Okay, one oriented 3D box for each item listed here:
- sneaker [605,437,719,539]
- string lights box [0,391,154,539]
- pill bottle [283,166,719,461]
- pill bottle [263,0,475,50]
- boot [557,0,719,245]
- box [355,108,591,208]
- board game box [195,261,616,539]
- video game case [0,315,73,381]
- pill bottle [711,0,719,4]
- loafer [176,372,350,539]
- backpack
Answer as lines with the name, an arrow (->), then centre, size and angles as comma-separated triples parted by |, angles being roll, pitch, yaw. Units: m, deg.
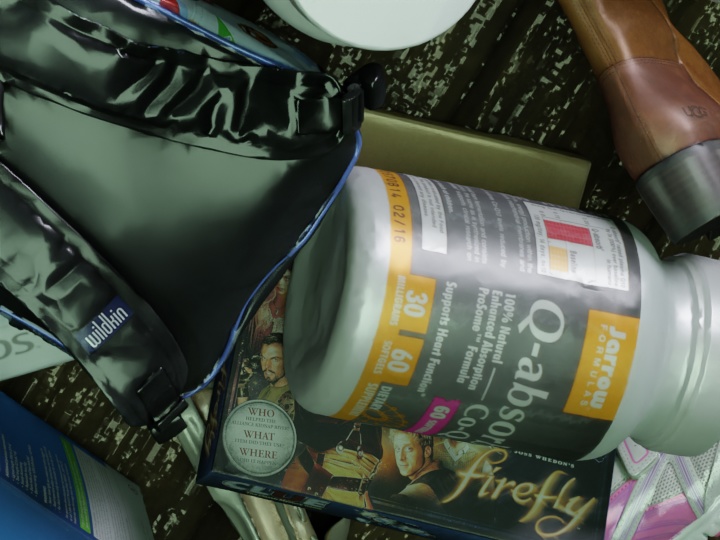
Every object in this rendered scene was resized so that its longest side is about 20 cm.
sneaker -> 0.129, 0.113, 1.420 | 0.088, 0.081, 0.200 | 35, 96, -19
string lights box -> -0.188, 0.096, 1.329 | 0.200, 0.103, 0.059 | 38, 103, -26
pill bottle -> 0.072, 0.025, 1.297 | 0.199, 0.116, 0.117 | 11, 104, -16
pill bottle -> -0.005, -0.165, 1.255 | 0.115, 0.200, 0.117 | -3, 106, -9
boot -> 0.137, -0.112, 1.351 | 0.068, 0.188, 0.201 | -32, 82, 28
box -> 0.000, 0.000, 1.396 | 0.199, 0.021, 0.164 | 12, 104, -14
board game box -> 0.029, 0.058, 1.356 | 0.199, 0.035, 0.136 | 14, 72, -15
video game case -> -0.221, -0.034, 1.347 | 0.181, 0.022, 0.201 | -16, 108, -6
pill bottle -> 0.233, -0.216, 1.330 | 0.111, 0.112, 0.201 | 12, 102, -13
loafer -> -0.033, 0.122, 1.394 | 0.063, 0.072, 0.201 | -29, 115, -2
backpack -> -0.119, -0.058, 1.268 | 0.190, 0.154, 0.201 | 30, 97, -25
